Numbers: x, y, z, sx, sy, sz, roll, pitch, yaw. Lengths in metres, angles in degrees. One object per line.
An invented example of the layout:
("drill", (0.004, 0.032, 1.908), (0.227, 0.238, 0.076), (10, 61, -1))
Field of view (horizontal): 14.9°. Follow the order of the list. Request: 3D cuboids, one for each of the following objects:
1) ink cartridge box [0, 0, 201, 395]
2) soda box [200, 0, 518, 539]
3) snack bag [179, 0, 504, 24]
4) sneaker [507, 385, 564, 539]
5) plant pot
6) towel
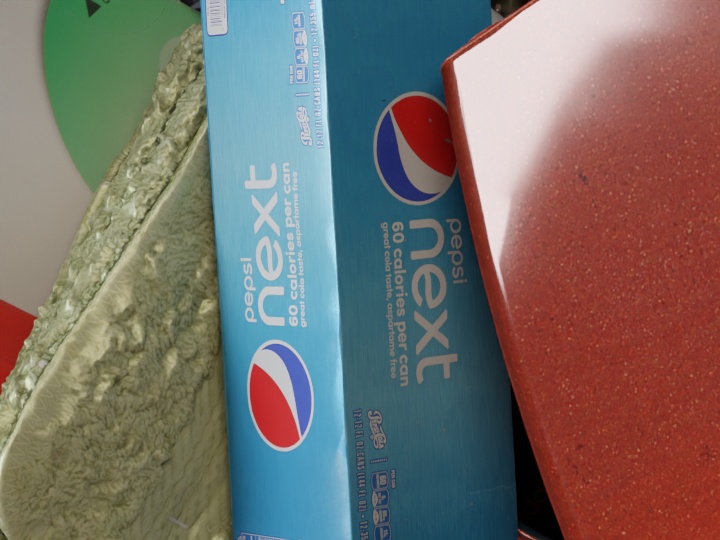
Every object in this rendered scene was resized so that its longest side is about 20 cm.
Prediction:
("ink cartridge box", (-0.112, -0.013, 0.867), (0.161, 0.050, 0.200), (28, 55, -29))
("soda box", (0.000, 0.000, 0.844), (0.068, 0.064, 0.201), (-6, 95, -38))
("snack bag", (-0.058, -0.072, 0.985), (0.188, 0.021, 0.200), (-40, 72, -21))
("sneaker", (0.091, 0.029, 0.916), (0.075, 0.085, 0.200), (24, 65, 6))
("plant pot", (0.143, -0.032, 0.814), (0.176, 0.200, 0.200), (59, 35, 2))
("towel", (-0.036, 0.030, 0.880), (0.148, 0.036, 0.200), (39, 68, -31))
